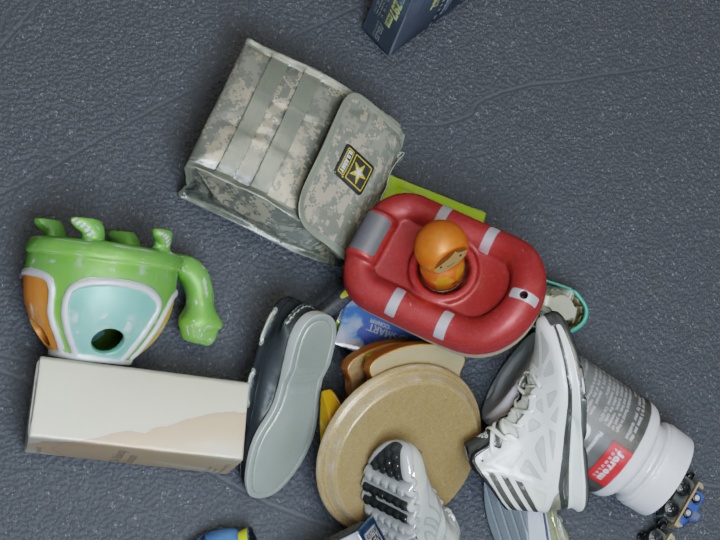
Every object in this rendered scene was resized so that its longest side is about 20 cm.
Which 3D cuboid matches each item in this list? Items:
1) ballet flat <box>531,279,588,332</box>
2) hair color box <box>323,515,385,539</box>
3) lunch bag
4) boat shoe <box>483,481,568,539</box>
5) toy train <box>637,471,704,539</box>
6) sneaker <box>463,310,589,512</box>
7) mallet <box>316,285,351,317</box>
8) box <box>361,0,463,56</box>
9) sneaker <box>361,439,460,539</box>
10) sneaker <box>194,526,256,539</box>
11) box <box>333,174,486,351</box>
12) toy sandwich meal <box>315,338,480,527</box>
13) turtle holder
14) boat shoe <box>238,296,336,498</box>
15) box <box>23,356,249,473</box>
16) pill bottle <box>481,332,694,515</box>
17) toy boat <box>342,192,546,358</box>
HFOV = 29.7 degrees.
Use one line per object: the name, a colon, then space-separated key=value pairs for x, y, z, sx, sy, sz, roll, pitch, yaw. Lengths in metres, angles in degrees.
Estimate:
ballet flat: x=0.162 y=0.024 z=1.418 sx=0.200 sy=0.070 sz=0.067 roll=16 pitch=74 yaw=-33
hair color box: x=0.011 y=0.346 z=1.277 sx=0.100 sy=0.061 sz=0.200 roll=-30 pitch=87 yaw=16
lunch bag: x=-0.064 y=-0.115 z=1.398 sx=0.200 sy=0.118 sz=0.164 roll=25 pitch=70 yaw=-4
boat shoe: x=0.179 y=0.273 z=1.387 sx=0.062 sy=0.072 sz=0.200 roll=-10 pitch=84 yaw=-36
toy train: x=0.311 y=0.299 z=1.428 sx=0.046 sy=0.034 sz=0.200 roll=38 pitch=67 yaw=-6
sneaker: x=0.156 y=0.142 z=1.307 sx=0.115 sy=0.076 sz=0.201 roll=-6 pitch=100 yaw=-1
mallet: x=0.000 y=0.000 z=1.382 sx=0.200 sy=0.041 sz=0.066 roll=-31 pitch=81 yaw=-16
box: x=0.090 y=-0.336 z=1.472 sx=0.158 sy=0.200 sz=0.051 roll=-38 pitch=81 yaw=-24
sneaker: x=0.054 y=0.241 z=1.314 sx=0.081 sy=0.075 sz=0.200 roll=-27 pitch=125 yaw=-31
sneaker: x=-0.124 y=0.334 z=1.253 sx=0.078 sy=0.066 sz=0.200 roll=-13 pitch=53 yaw=0
box: x=0.048 y=0.011 z=1.433 sx=0.122 sy=0.048 sz=0.200 roll=21 pitch=69 yaw=-8
toy sandwich meal: x=0.031 y=0.164 z=1.348 sx=0.205 sy=0.070 sz=0.205 roll=-11 pitch=115 yaw=-25
turtle holder: x=-0.238 y=0.024 z=1.311 sx=0.185 sy=0.141 sz=0.132 roll=12 pitch=83 yaw=-54
boat shoe: x=-0.080 y=0.124 z=1.329 sx=0.076 sy=0.060 sz=0.200 roll=11 pitch=103 yaw=-46
box: x=-0.213 y=0.139 z=1.290 sx=0.200 sy=0.095 sz=0.078 roll=8 pitch=72 yaw=-13
pill bottle: x=0.236 y=0.161 z=1.406 sx=0.200 sy=0.114 sz=0.114 roll=33 pitch=67 yaw=-4
toy boat: x=0.080 y=-0.006 z=1.293 sx=0.200 sy=0.131 sz=0.131 roll=24 pitch=73 yaw=14
